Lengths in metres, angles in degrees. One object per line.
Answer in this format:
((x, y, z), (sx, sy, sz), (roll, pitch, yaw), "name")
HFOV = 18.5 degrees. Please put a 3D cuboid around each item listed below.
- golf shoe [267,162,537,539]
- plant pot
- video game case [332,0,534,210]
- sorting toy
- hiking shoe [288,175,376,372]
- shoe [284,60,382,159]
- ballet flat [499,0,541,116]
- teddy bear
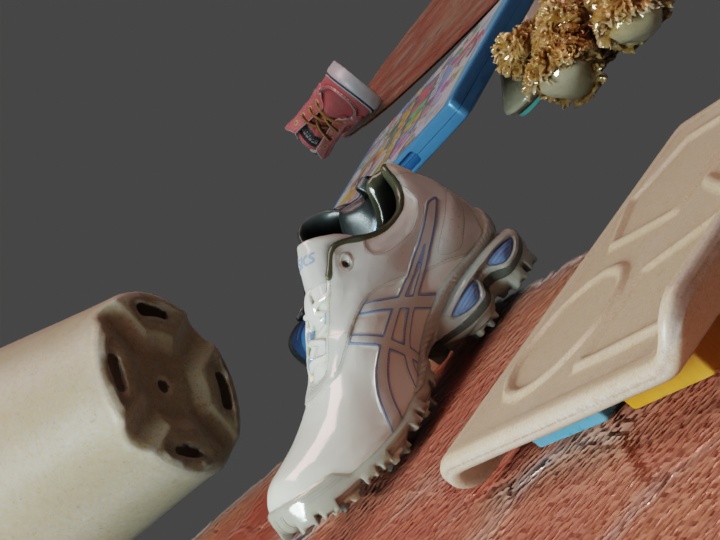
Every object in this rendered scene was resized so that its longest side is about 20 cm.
((-0.005, 0.035, 1.035), (0.078, 0.097, 0.200), (-37, 15, 53), "golf shoe")
((-0.188, 0.112, 1.478), (0.183, 0.201, 0.201), (-31, 15, 31), "plant pot")
((0.039, -0.095, 1.470), (0.200, 0.018, 0.143), (-46, 10, 47), "video game case")
((0.118, -0.009, 0.781), (0.185, 0.036, 0.200), (-52, 3, -26), "sorting toy")
((0.000, 0.000, 1.226), (0.074, 0.087, 0.200), (-53, 8, -30), "hiking shoe")
((-0.032, -0.177, 2.510), (0.091, 0.071, 0.200), (-50, 2, -3), "shoe")
((0.131, -0.186, 1.515), (0.200, 0.069, 0.069), (-54, 9, -36), "ballet flat")
((0.140, -0.164, 1.331), (0.145, 0.067, 0.200), (-40, 11, 38), "teddy bear")
